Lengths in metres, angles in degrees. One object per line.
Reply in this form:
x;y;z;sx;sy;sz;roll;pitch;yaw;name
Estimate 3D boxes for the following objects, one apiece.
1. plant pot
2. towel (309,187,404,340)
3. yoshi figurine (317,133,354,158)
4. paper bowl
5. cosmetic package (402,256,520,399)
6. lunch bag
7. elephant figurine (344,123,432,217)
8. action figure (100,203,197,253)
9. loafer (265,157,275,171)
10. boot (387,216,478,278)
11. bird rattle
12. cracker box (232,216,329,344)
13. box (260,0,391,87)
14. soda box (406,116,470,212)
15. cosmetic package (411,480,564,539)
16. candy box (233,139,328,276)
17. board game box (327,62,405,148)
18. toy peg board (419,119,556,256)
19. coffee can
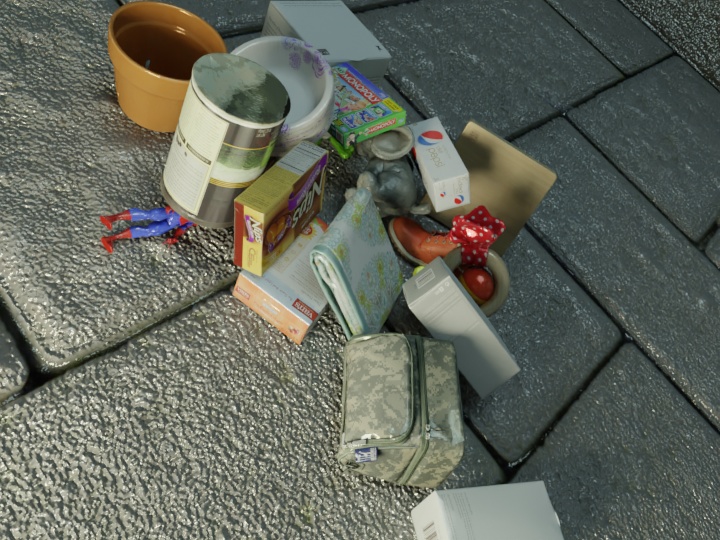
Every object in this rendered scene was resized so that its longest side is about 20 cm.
-0.338;-0.338;1.176;0.195;0.141;0.204;15;48;-17;plant pot
0.000;0.000;1.085;0.173;0.047;0.204;-59;135;-45;towel
-0.042;-0.279;1.331;0.196;0.112;0.115;-11;71;-38;yoshi figurine
-0.139;-0.282;1.145;0.194;0.105;0.206;0;64;-1;paper bowl
0.158;0.089;1.081;0.202;0.089;0.107;54;7;-14;cosmetic package
0.050;0.194;0.972;0.162;0.141;0.204;9;50;-9;lunch bag
0.044;-0.208;1.246;0.152;0.140;0.206;21;70;-30;elephant figurine
-0.293;-0.078;1.043;0.197;0.067;0.051;-24;45;-39;action figure
-0.213;-0.180;1.166;0.072;0.072;0.200;38;45;5;loafer
0.143;-0.048;1.241;0.198;0.108;0.075;38;43;7;boot
0.182;0.002;1.163;0.163;0.200;0.113;43;12;-6;bird rattle
-0.095;0.004;1.094;0.132;0.058;0.201;36;44;3;cracker box
-0.078;-0.442;1.411;0.196;0.132;0.202;-17;60;-39;box
0.138;-0.196;1.238;0.066;0.065;0.203;-15;42;-2;soda box
0.179;0.364;0.943;0.195;0.082;0.115;7;51;-27;cosmetic package
-0.120;-0.099;1.048;0.055;0.119;0.201;23;42;15;candy box
-0.027;-0.303;1.235;0.132;0.030;0.200;-26;51;-22;board game box
0.249;-0.171;1.352;0.197;0.202;0.098;30;29;-3;toy peg board
-0.201;-0.186;1.000;0.143;0.202;0.149;17;43;-17;coffee can
